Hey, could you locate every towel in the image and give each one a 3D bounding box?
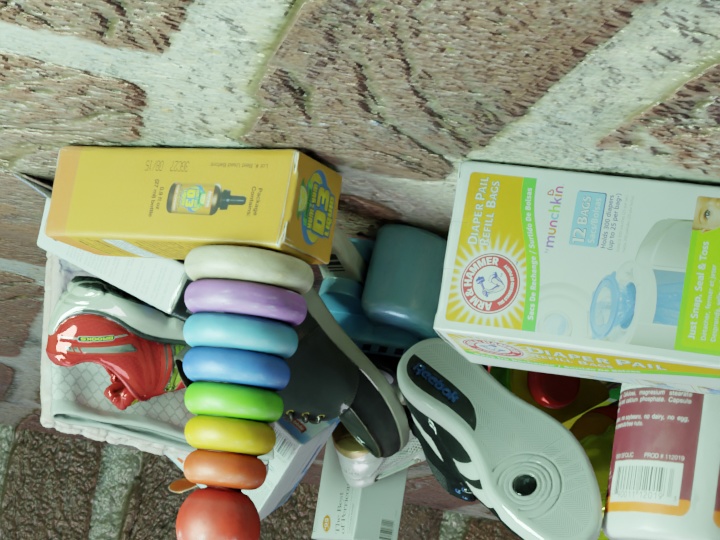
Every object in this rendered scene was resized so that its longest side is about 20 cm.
[{"bbox_3d":[-0.157,0.059,1.613,0.199,0.192,0.032,15,141,-24],"label":"towel"}]

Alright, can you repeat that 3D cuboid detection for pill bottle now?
[{"bbox_3d":[0.229,0.087,1.349,0.113,0.202,0.114,10,169,2],"label":"pill bottle"}]

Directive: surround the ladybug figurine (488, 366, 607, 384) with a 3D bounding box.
[{"bbox_3d":[0.125,0.055,1.607,0.199,0.073,0.135,16,168,-26],"label":"ladybug figurine"}]

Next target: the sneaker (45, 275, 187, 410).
[{"bbox_3d":[-0.158,0.069,1.541,0.199,0.085,0.077,26,-178,-37],"label":"sneaker"}]

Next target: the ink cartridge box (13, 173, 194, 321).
[{"bbox_3d":[-0.143,0.004,1.516,0.199,0.044,0.198,28,-179,37],"label":"ink cartridge box"}]

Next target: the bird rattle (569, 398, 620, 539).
[{"bbox_3d":[0.196,0.119,1.477,0.163,0.200,0.113,-15,118,52],"label":"bird rattle"}]

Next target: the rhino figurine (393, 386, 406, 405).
[{"bbox_3d":[0.021,0.071,1.667,0.059,0.088,0.200,-7,153,1],"label":"rhino figurine"}]

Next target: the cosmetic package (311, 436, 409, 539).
[{"bbox_3d":[0.007,0.148,1.839,0.050,0.202,0.082,14,168,-25],"label":"cosmetic package"}]

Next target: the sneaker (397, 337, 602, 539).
[{"bbox_3d":[0.104,0.141,1.406,0.200,0.073,0.112,49,164,36],"label":"sneaker"}]

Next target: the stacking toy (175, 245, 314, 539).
[{"bbox_3d":[-0.083,0.089,1.292,0.085,0.202,0.085,7,171,1],"label":"stacking toy"}]

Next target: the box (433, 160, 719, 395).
[{"bbox_3d":[0.156,0.007,1.248,0.198,0.113,0.101,7,168,18],"label":"box"}]

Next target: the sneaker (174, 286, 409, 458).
[{"bbox_3d":[-0.050,0.085,1.413,0.075,0.106,0.200,22,155,53],"label":"sneaker"}]

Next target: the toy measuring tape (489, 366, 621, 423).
[{"bbox_3d":[0.160,0.071,1.533,0.199,0.074,0.073,-24,-172,-31],"label":"toy measuring tape"}]

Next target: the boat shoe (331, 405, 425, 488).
[{"bbox_3d":[0.064,0.130,1.790,0.199,0.070,0.071,-24,-137,-19],"label":"boat shoe"}]

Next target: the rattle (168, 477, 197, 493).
[{"bbox_3d":[-0.063,0.138,1.801,0.142,0.201,0.130,28,173,0],"label":"rattle"}]

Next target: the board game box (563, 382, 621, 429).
[{"bbox_3d":[0.172,0.109,1.677,0.199,0.153,0.041,3,122,29],"label":"board game box"}]

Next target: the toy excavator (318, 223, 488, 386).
[{"bbox_3d":[0.000,0.000,1.450,0.193,0.101,0.200,7,155,16],"label":"toy excavator"}]

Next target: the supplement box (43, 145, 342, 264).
[{"bbox_3d":[-0.112,-0.043,1.350,0.199,0.067,0.069,3,167,34],"label":"supplement box"}]

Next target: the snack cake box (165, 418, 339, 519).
[{"bbox_3d":[-0.126,0.106,1.714,0.200,0.115,0.067,42,-143,12],"label":"snack cake box"}]
